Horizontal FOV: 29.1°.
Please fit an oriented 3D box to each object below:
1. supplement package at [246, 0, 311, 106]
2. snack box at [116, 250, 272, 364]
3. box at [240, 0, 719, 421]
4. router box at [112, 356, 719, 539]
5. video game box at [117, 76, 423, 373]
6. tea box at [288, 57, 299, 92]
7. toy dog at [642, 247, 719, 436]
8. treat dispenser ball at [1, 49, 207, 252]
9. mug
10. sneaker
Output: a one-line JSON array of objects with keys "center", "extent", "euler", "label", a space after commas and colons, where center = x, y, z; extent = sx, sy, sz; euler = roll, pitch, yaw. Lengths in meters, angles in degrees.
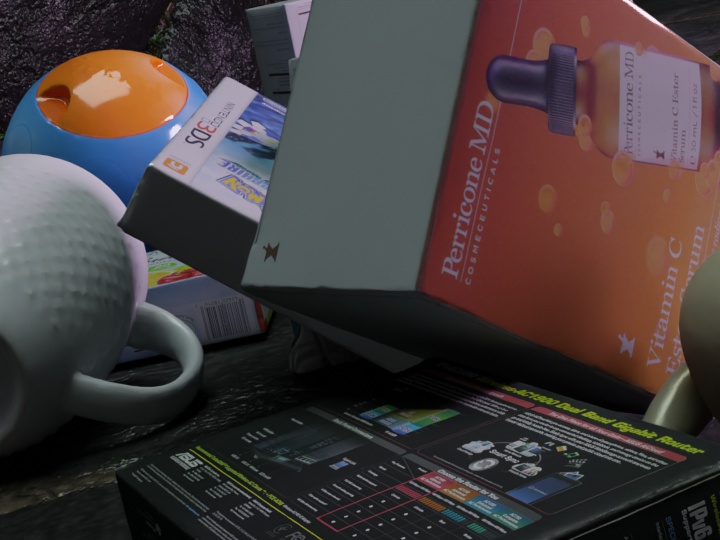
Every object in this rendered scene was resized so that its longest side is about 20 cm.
[{"center": [-0.038, -0.201, 1.528], "extent": [0.113, 0.203, 0.109], "euler": [-17, 13, -25], "label": "supplement package"}, {"center": [-0.160, 0.024, 0.991], "extent": [0.197, 0.054, 0.142], "euler": [-12, 11, 4], "label": "snack box"}, {"center": [0.069, -0.034, 0.593], "extent": [0.199, 0.154, 0.106], "euler": [22, -13, -41], "label": "box"}, {"center": [0.016, 0.093, 0.475], "extent": [0.148, 0.063, 0.199], "euler": [-18, 13, -23], "label": "router box"}, {"center": [-0.015, -0.024, 0.763], "extent": [0.198, 0.047, 0.183], "euler": [27, 25, -4], "label": "video game box"}, {"center": [0.084, -0.102, 1.020], "extent": [0.198, 0.136, 0.196], "euler": [-6, 3, -38], "label": "tea box"}, {"center": [0.180, 0.021, 0.467], "extent": [0.192, 0.141, 0.200], "euler": [-24, 11, 8], "label": "toy dog"}, {"center": [-0.211, -0.090, 1.210], "extent": [0.198, 0.204, 0.201], "euler": [-12, 12, 3], "label": "treat dispenser ball"}, {"center": [-0.187, 0.036, 0.807], "extent": [0.197, 0.149, 0.176], "euler": [18, 21, -3], "label": "mug"}, {"center": [0.000, 0.000, 0.873], "extent": [0.076, 0.081, 0.200], "euler": [-10, 12, 14], "label": "sneaker"}]
